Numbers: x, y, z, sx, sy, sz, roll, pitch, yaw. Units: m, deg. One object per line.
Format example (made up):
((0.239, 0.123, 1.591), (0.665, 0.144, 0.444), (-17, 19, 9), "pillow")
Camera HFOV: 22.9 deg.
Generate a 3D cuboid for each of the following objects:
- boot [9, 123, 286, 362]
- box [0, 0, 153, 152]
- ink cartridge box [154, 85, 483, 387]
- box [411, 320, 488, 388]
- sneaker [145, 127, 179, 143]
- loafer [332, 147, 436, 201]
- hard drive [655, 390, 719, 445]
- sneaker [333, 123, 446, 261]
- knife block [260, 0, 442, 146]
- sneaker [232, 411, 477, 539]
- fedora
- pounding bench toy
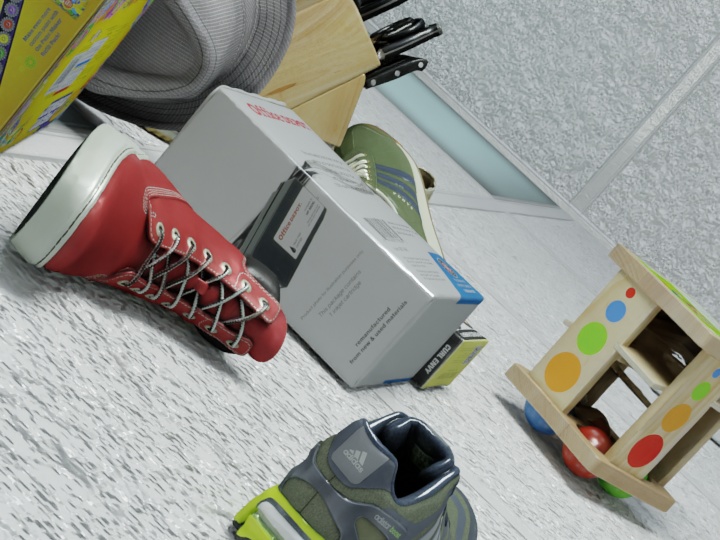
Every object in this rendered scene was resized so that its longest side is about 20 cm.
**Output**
((-0.097, -0.003, 0.911), (0.144, 0.072, 0.200), (43, 7, -2), "boot")
((-0.229, -0.176, 0.988), (0.192, 0.122, 0.200), (41, 11, -5), "box")
((-0.028, -0.021, 1.180), (0.200, 0.084, 0.145), (45, 11, 13), "ink cartridge box")
((0.000, 0.000, 1.287), (0.200, 0.050, 0.075), (44, 12, 16), "box")
((-0.148, -0.157, 1.283), (0.200, 0.090, 0.075), (27, 18, -53), "sneaker")
((0.006, -0.089, 1.613), (0.076, 0.068, 0.200), (46, 12, 25), "loafer")
((0.423, 0.175, 2.153), (0.200, 0.027, 0.132), (40, 11, -12), "hard drive")
((0.006, -0.059, 1.440), (0.090, 0.067, 0.201), (30, 29, -44), "sneaker")
((-0.038, -0.201, 1.468), (0.199, 0.176, 0.064), (19, 2, -21), "knife block")
((0.019, 0.110, 0.830), (0.074, 0.081, 0.200), (45, 11, 18), "sneaker")
((-0.144, -0.168, 1.141), (0.200, 0.177, 0.090), (38, 22, -11), "fedora")
((0.239, 0.106, 1.423), (0.200, 0.156, 0.124), (31, 14, -45), "pounding bench toy")
